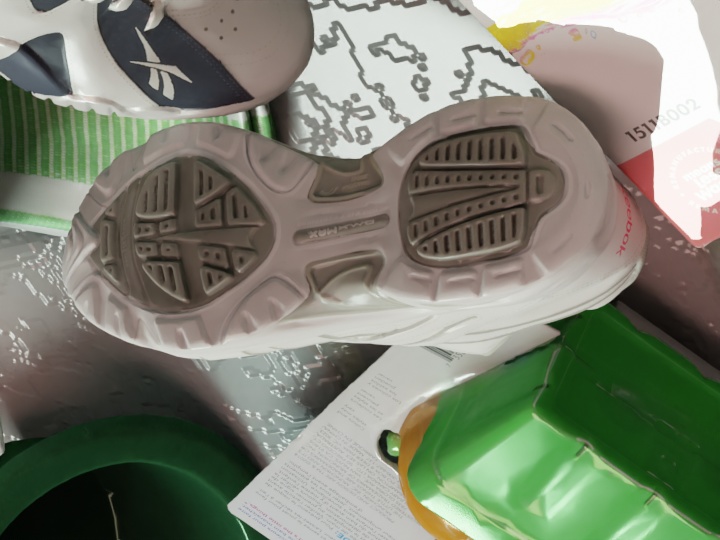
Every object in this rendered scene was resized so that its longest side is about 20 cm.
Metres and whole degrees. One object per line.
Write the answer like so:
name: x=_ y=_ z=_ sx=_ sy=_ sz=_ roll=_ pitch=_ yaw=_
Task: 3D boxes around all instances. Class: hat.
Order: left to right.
hat: x=-0.145 y=0.105 z=1.131 sx=0.176 sy=0.165 sz=0.200 roll=28 pitch=142 yaw=53

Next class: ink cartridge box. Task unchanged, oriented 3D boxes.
ink cartridge box: x=0.082 y=-0.112 z=0.786 sx=0.200 sy=0.068 sz=0.116 roll=44 pitch=135 yaw=-17

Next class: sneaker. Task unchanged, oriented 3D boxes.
sneaker: x=-0.075 y=-0.105 z=0.787 sx=0.199 sy=0.080 sz=0.129 roll=32 pitch=162 yaw=-27
sneaker: x=0.000 y=0.000 z=0.866 sx=0.200 sy=0.078 sz=0.099 roll=-2 pitch=162 yaw=29

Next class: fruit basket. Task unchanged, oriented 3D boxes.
fruit basket: x=0.068 y=0.093 z=0.995 sx=0.185 sy=0.094 sz=0.200 roll=34 pitch=146 yaw=-7

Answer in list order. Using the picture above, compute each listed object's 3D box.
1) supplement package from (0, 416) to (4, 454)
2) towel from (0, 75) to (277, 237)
supplement package: x=-0.195 y=-0.029 z=0.914 sx=0.113 sy=0.110 sz=0.200 roll=-12 pitch=136 yaw=-7
towel: x=-0.103 y=-0.086 z=0.941 sx=0.152 sy=0.023 sz=0.200 roll=10 pitch=135 yaw=20
